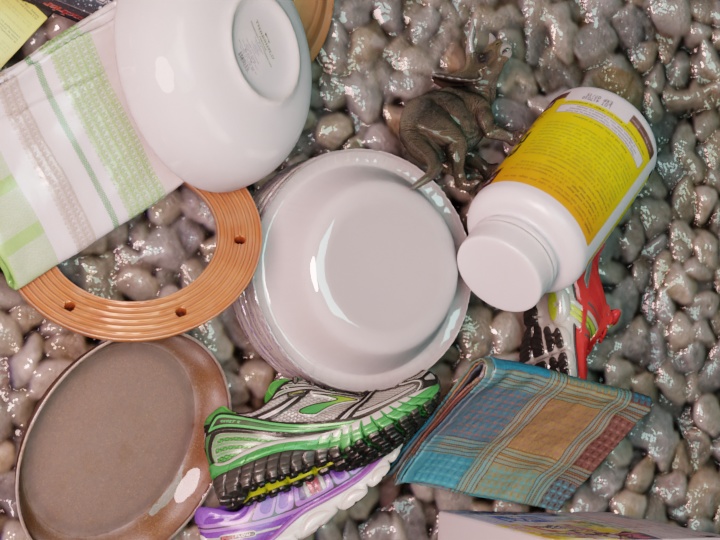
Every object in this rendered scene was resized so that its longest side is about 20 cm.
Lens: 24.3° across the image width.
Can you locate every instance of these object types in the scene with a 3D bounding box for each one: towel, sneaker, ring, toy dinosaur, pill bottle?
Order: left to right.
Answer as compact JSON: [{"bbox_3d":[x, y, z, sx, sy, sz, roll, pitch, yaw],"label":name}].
[{"bbox_3d":[-0.209,-0.097,1.245,0.200,0.031,0.150,-37,111,-26],"label":"towel"},{"bbox_3d":[-0.175,-0.024,1.284,0.199,0.019,0.201,3,53,-4],"label":"ring"},{"bbox_3d":[-0.047,0.164,1.356,0.200,0.081,0.084,-37,100,-22],"label":"sneaker"},{"bbox_3d":[-0.029,0.113,1.311,0.199,0.078,0.086,-16,69,-16],"label":"sneaker"},{"bbox_3d":[0.072,-0.117,1.410,0.102,0.077,0.200,42,52,4],"label":"toy dinosaur"},{"bbox_3d":[0.137,0.141,1.401,0.199,0.022,0.147,16,124,-36],"label":"towel"},{"bbox_3d":[0.162,-0.058,1.397,0.109,0.109,0.200,50,52,-14],"label":"pill bottle"},{"bbox_3d":[0.193,0.055,1.473,0.084,0.077,0.202,2,87,-29],"label":"sneaker"}]

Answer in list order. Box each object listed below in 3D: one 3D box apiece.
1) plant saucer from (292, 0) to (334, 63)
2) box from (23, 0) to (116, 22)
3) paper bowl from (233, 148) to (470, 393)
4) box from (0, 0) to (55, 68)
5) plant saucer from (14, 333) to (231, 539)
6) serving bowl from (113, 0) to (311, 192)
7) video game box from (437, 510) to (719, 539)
[{"bbox_3d":[-0.112,-0.237,1.375,0.199,0.032,0.202,1,88,-24],"label":"plant saucer"},{"bbox_3d":[-0.218,-0.265,1.272,0.199,0.038,0.138,18,79,-33],"label":"box"},{"bbox_3d":[0.000,0.000,1.374,0.199,0.104,0.202,2,85,-24],"label":"paper bowl"},{"bbox_3d":[-0.325,-0.151,1.265,0.075,0.050,0.200,43,71,-17],"label":"box"},{"bbox_3d":[-0.186,0.135,1.284,0.199,0.032,0.201,-20,120,-38],"label":"plant saucer"},{"bbox_3d":[-0.097,-0.163,1.274,0.200,0.065,0.202,17,69,-52],"label":"serving bowl"},{"bbox_3d":[0.186,0.232,1.391,0.181,0.200,0.047,6,86,-23],"label":"video game box"}]
